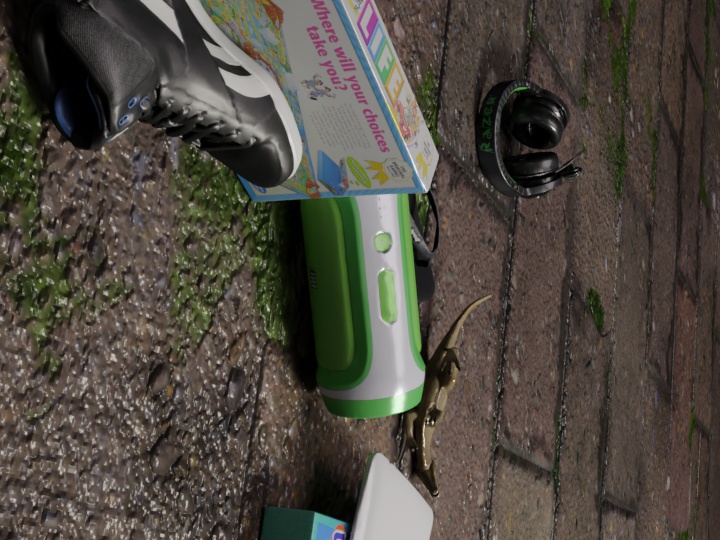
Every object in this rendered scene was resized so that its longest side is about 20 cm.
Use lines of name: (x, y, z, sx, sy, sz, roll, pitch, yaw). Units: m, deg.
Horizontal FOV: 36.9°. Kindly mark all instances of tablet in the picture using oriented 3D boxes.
tablet: (0.014, 0.251, 0.798, 0.130, 0.013, 0.202, 54, 42, -49)

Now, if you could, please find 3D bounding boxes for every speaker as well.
speaker: (0.000, 0.000, 0.790, 0.088, 0.087, 0.203, -24, 111, -61)

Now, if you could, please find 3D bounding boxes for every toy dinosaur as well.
toy dinosaur: (0.067, 0.099, 0.983, 0.101, 0.057, 0.203, 59, 45, -68)

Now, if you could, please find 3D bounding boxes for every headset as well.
headset: (0.185, -0.136, 1.213, 0.199, 0.093, 0.125, 17, 78, -46)

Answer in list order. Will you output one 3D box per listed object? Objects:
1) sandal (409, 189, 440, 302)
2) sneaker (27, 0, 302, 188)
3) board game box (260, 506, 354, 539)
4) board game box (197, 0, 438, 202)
sandal: (0.036, -0.060, 0.916, 0.076, 0.042, 0.203, -49, 132, -53)
sneaker: (-0.113, -0.090, 0.599, 0.201, 0.072, 0.113, 53, 47, -38)
board game box: (-0.016, 0.269, 0.800, 0.200, 0.044, 0.154, 37, 57, -57)
board game box: (-0.046, -0.124, 0.652, 0.201, 0.133, 0.035, 62, 38, -43)
